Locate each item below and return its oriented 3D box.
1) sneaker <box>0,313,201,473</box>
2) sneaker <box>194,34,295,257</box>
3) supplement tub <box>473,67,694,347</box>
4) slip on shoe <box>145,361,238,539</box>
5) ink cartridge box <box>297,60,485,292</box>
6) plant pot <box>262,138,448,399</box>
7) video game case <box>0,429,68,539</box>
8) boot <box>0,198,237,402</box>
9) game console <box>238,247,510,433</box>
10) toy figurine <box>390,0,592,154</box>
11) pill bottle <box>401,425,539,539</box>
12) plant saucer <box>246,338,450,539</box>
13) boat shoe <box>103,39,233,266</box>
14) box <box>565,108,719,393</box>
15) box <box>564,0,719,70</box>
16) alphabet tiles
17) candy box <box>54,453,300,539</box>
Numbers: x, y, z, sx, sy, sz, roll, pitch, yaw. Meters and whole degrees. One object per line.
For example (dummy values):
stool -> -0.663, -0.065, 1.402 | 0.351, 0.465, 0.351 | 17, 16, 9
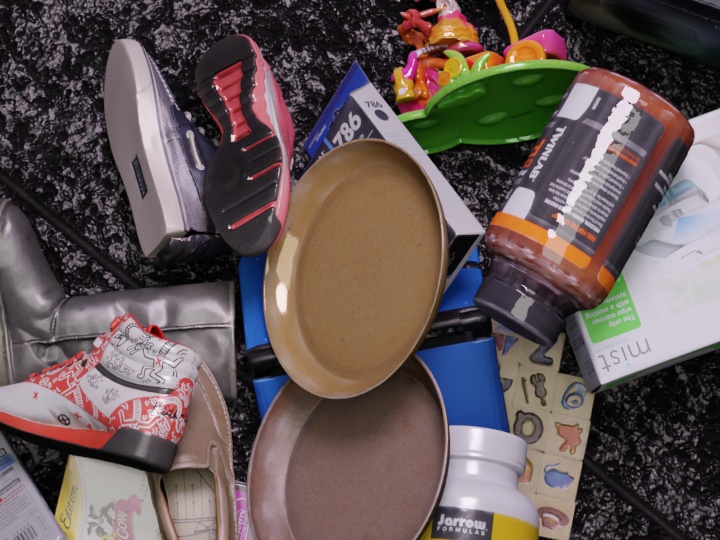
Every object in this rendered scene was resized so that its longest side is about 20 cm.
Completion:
sneaker -> -0.210, 0.087, 1.554 | 0.200, 0.067, 0.109 | 9, 73, 36
sneaker -> -0.076, -0.093, 1.596 | 0.073, 0.087, 0.202 | -22, 56, 23
supplement tub -> 0.163, -0.045, 1.510 | 0.106, 0.107, 0.201 | 30, 83, 4
slip on shoe -> -0.136, 0.151, 1.553 | 0.075, 0.061, 0.202 | -7, 77, -3
ink cartridge box -> 0.012, -0.065, 1.582 | 0.201, 0.039, 0.100 | 54, 129, 30
plant pot -> 0.000, 0.000, 1.529 | 0.027, 0.199, 0.202 | 13, 83, -42
video game case -> -0.356, 0.206, 1.596 | 0.199, 0.022, 0.183 | -36, 62, -2
boot -> -0.200, 0.025, 1.620 | 0.198, 0.073, 0.184 | -5, 98, 7
game console -> 0.010, 0.065, 1.635 | 0.198, 0.119, 0.172 | -10, 52, 2
toy figurine -> 0.091, -0.209, 1.631 | 0.199, 0.150, 0.186 | -17, 69, 24
pill bottle -> 0.078, 0.226, 1.519 | 0.111, 0.112, 0.202 | 7, 73, 1
plant saucer -> -0.004, 0.151, 1.524 | 0.199, 0.034, 0.202 | -19, 60, 36
boat shoe -> -0.147, -0.097, 1.641 | 0.092, 0.075, 0.202 | -3, 68, -31
box -> 0.249, -0.017, 1.607 | 0.198, 0.097, 0.178 | -19, 82, -2
box -> 0.278, -0.241, 1.576 | 0.198, 0.198, 0.124 | 20, 87, 3
alphabet tiles -> 0.102, 0.139, 1.637 | 0.165, 0.006, 0.202 | 11, 84, 2
candy box -> -0.149, 0.228, 1.603 | 0.198, 0.061, 0.138 | 12, 84, 3
